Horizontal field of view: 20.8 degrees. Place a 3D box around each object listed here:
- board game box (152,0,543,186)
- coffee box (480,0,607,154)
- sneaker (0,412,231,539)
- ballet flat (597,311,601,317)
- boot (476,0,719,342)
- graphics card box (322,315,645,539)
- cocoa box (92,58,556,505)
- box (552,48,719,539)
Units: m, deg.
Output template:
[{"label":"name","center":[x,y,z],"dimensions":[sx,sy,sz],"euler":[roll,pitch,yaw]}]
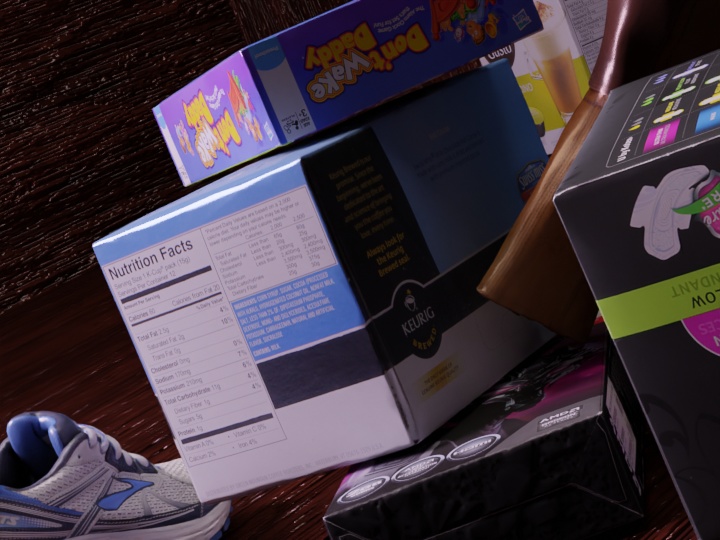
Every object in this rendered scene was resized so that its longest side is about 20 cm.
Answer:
[{"label":"board game box","center":[-0.013,-0.094,0.934],"dimensions":[0.134,0.045,0.200],"euler":[-25,4,-16]},{"label":"coffee box","center":[0.265,-0.260,2.205],"dimensions":[0.199,0.199,0.199],"euler":[-25,7,-25]},{"label":"sneaker","center":[-0.137,0.110,0.980],"dimensions":[0.076,0.086,0.199],"euler":[-8,3,35]},{"label":"ballet flat","center":[0.134,0.018,1.055],"dimensions":[0.075,0.064,0.200],"euler":[-27,6,9]},{"label":"boot","center":[0.098,-0.078,0.824],"dimensions":[0.201,0.068,0.188],"euler":[-58,-23,-2]},{"label":"graphics card box","center":[0.061,0.080,0.865],"dimensions":[0.124,0.051,0.200],"euler":[-21,8,12]},{"label":"cocoa box","center":[0.000,0.000,0.914],"dimensions":[0.133,0.132,0.200],"euler":[-20,6,35]},{"label":"box","center":[0.194,-0.015,0.708],"dimensions":[0.198,0.150,0.124],"euler":[-20,16,24]}]
